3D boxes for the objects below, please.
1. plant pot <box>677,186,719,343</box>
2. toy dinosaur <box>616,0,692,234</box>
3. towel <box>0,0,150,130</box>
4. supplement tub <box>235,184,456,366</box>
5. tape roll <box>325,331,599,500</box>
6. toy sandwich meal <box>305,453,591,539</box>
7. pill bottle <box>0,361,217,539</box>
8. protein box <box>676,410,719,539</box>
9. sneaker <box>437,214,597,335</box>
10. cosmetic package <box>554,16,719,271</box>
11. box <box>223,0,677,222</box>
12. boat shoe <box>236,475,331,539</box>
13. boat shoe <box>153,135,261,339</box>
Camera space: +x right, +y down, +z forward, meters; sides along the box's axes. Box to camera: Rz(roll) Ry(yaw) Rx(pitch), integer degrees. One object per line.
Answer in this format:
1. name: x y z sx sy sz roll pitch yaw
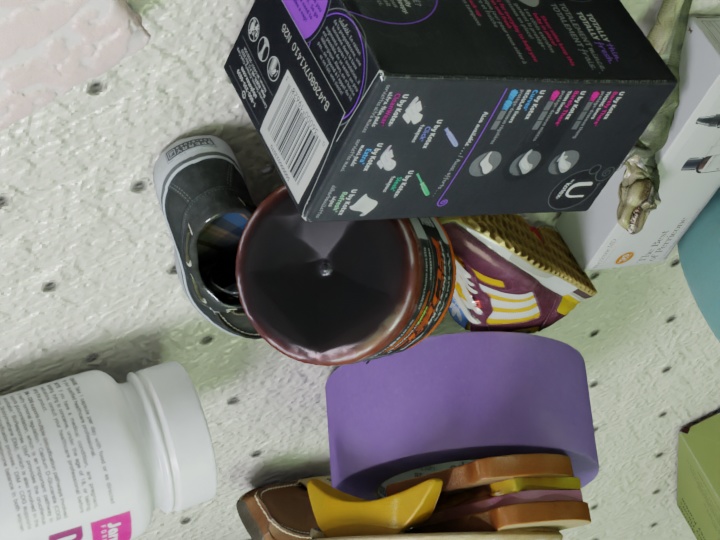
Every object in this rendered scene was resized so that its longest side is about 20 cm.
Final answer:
1. plant pot: 0.329 -0.013 1.136 0.160 0.202 0.200 -31 150 26
2. toy dinosaur: 0.171 -0.120 0.988 0.087 0.048 0.202 2 123 -16
3. towel: -0.218 -0.113 0.720 0.199 0.032 0.191 -28 149 2
4. supplement tub: 0.000 0.000 0.934 0.106 0.107 0.200 -33 174 10
5. tape roll: 0.074 0.119 1.165 0.198 0.086 0.200 -4 158 -2
6. toy sandwich meal: 0.054 0.169 1.093 0.203 0.071 0.205 -2 169 0
7. pill bottle: -0.200 0.130 1.007 0.198 0.114 0.114 -16 147 -19
8. protein box: 0.425 0.253 1.579 0.134 0.200 0.200 -24 149 -4
9. sneaker: 0.088 0.005 1.084 0.090 0.075 0.199 -39 145 18
10. cosmetic package: 0.217 -0.083 1.076 0.082 0.051 0.201 -5 142 -31
11. box: 0.048 -0.106 0.843 0.198 0.123 0.106 -3 141 -34
12. boat shoe: -0.026 0.196 1.285 0.074 0.076 0.200 -43 154 15
13. boat shoe: -0.080 -0.003 0.959 0.068 0.057 0.201 -25 148 -4
